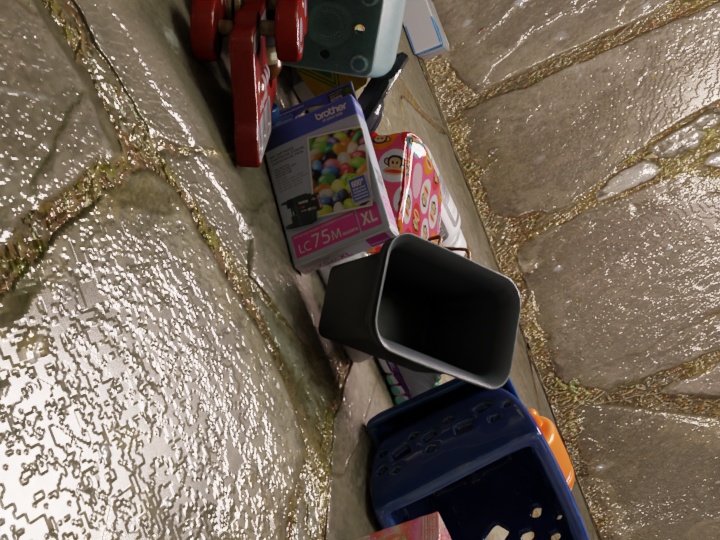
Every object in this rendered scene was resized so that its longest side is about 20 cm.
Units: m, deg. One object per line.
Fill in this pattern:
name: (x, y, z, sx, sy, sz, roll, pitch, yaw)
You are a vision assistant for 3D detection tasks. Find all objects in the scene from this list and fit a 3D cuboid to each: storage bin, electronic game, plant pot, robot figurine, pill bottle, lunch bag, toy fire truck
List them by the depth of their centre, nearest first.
toy fire truck: (-0.113, -0.219, 1.400, 0.201, 0.110, 0.170, -86, 177, -64)
storage bin: (0.057, 0.041, 1.436, 0.198, 0.133, 0.148, 22, 72, -36)
plant pot: (0.122, 0.234, 1.468, 0.181, 0.198, 0.201, -107, 170, -57)
plant pot: (-0.032, -0.331, 1.556, 0.201, 0.193, 0.198, -89, -172, -56)
lunch bag: (0.048, -0.062, 1.672, 0.200, 0.081, 0.179, 56, 38, -62)
electronic game: (0.003, -0.192, 1.691, 0.041, 0.201, 0.200, 32, 16, -3)
pill bottle: (0.092, -0.096, 2.098, 0.114, 0.112, 0.201, -96, 162, -52)
robot figurine: (0.324, 0.347, 2.417, 0.143, 0.116, 0.202, 27, -32, 57)

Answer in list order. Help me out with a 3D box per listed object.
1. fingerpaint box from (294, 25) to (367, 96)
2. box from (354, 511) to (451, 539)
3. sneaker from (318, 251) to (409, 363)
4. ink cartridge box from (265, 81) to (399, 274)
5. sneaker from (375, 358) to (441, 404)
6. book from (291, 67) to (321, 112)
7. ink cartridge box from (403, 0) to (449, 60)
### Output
fingerpaint box: (-0.055, -0.333, 1.791, 0.168, 0.073, 0.201, 53, 20, -18)
box: (0.047, 0.322, 1.182, 0.200, 0.094, 0.104, -82, 149, -68)
sneaker: (0.000, 0.000, 1.546, 0.075, 0.087, 0.203, 7, 62, -76)
ink cartridge box: (-0.040, -0.109, 1.466, 0.042, 0.118, 0.203, 41, 31, -63)
sneaker: (0.086, 0.149, 1.696, 0.075, 0.086, 0.202, -86, 153, -65)
book: (-0.060, -0.276, 1.880, 0.134, 0.048, 0.202, 53, 20, -39)
ink cartridge box: (0.169, -0.649, 3.523, 0.200, 0.084, 0.146, -21, 91, -78)
